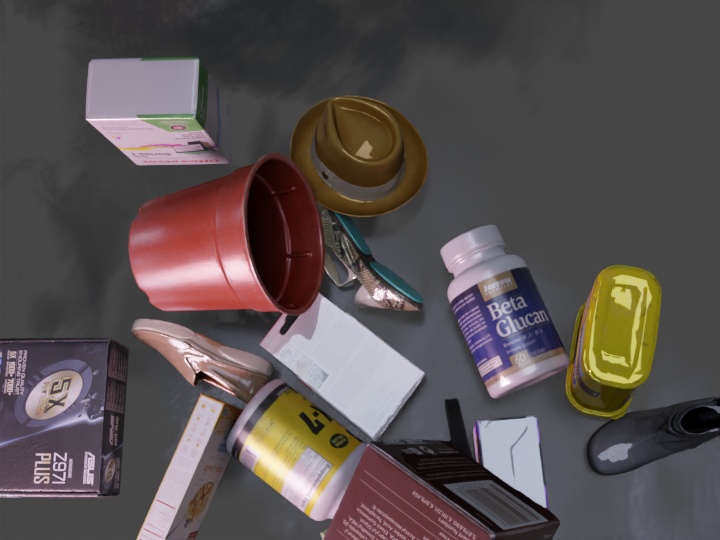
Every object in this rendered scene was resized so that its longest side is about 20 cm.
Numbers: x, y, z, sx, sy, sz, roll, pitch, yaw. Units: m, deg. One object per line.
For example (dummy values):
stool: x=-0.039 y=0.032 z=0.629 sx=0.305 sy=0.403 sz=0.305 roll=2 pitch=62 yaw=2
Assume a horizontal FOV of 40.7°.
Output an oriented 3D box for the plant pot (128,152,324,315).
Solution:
plant pot: x=-0.176 y=-0.033 z=1.240 sx=0.193 sy=0.200 sz=0.204 roll=-8 pitch=75 yaw=24

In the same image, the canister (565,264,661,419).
canister: x=0.301 y=0.088 z=1.164 sx=0.085 sy=0.200 sz=0.150 roll=10 pitch=75 yaw=10

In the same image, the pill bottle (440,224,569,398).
pill bottle: x=0.177 y=0.050 z=1.235 sx=0.110 sy=0.111 sz=0.202 roll=-23 pitch=76 yaw=0

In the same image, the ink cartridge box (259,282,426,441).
ink cartridge box: x=-0.023 y=0.120 z=1.271 sx=0.199 sy=0.050 sz=0.109 roll=37 pitch=83 yaw=13

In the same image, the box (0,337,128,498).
box: x=-0.398 y=0.194 z=1.271 sx=0.161 sy=0.086 sz=0.203 roll=0 pitch=77 yaw=5

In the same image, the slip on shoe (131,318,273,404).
slip on shoe: x=-0.215 y=0.120 z=1.279 sx=0.198 sy=0.076 sz=0.061 roll=20 pitch=73 yaw=2

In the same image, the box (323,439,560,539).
box: x=0.067 y=0.299 z=0.982 sx=0.163 sy=0.165 sz=0.202 roll=30 pitch=99 yaw=33

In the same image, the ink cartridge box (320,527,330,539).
ink cartridge box: x=0.056 y=0.363 z=1.147 sx=0.144 sy=0.048 sz=0.202 roll=-27 pitch=101 yaw=-19

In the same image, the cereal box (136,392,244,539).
cereal box: x=-0.207 y=0.259 z=1.208 sx=0.039 sy=0.144 sz=0.202 roll=21 pitch=80 yaw=10

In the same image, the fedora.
fedora: x=-0.001 y=-0.171 z=1.298 sx=0.198 sy=0.082 sz=0.203 roll=1 pitch=63 yaw=-3

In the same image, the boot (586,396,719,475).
boot: x=0.373 y=0.190 z=1.173 sx=0.198 sy=0.132 sz=0.071 roll=-23 pitch=76 yaw=0

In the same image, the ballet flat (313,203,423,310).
ballet flat: x=0.000 y=0.000 z=1.296 sx=0.075 sy=0.068 sz=0.200 roll=-48 pitch=70 yaw=16

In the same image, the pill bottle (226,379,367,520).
pill bottle: x=-0.059 y=0.238 z=1.214 sx=0.199 sy=0.114 sz=0.115 roll=35 pitch=82 yaw=11

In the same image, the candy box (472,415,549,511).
candy box: x=0.175 y=0.263 z=1.140 sx=0.070 sy=0.200 sz=0.170 roll=-6 pitch=78 yaw=4

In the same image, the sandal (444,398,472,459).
sandal: x=0.114 y=0.243 z=1.180 sx=0.047 sy=0.076 sz=0.201 roll=-10 pitch=36 yaw=2

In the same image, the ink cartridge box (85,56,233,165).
ink cartridge box: x=-0.260 y=-0.207 z=1.293 sx=0.143 sy=0.200 sz=0.085 roll=0 pitch=80 yaw=5
